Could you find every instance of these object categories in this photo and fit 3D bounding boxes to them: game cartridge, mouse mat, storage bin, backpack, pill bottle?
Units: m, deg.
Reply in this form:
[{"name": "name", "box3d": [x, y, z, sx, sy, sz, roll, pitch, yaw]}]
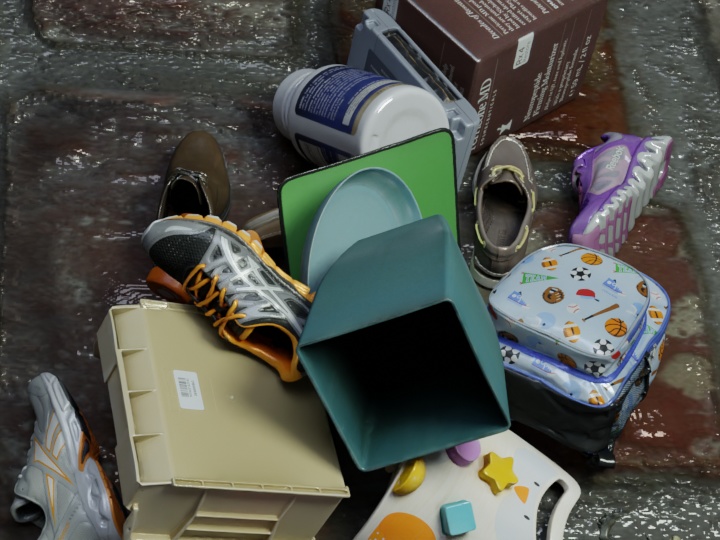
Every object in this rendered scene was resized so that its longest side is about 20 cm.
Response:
[{"name": "game cartridge", "box3d": [0.050, -0.169, 1.747, 0.041, 0.133, 0.200, -21, 55, -26]}, {"name": "mouse mat", "box3d": [0.012, -0.046, 1.631, 0.200, 0.161, 0.008, -18, 33, -22]}, {"name": "storage bin", "box3d": [-0.131, 0.138, 1.456, 0.198, 0.094, 0.200, 8, 47, -28]}, {"name": "backpack", "box3d": [0.203, 0.062, 1.578, 0.200, 0.154, 0.190, 28, 42, 18]}, {"name": "pill bottle", "box3d": [-0.007, -0.154, 1.704, 0.111, 0.111, 0.200, -26, 29, -26]}]

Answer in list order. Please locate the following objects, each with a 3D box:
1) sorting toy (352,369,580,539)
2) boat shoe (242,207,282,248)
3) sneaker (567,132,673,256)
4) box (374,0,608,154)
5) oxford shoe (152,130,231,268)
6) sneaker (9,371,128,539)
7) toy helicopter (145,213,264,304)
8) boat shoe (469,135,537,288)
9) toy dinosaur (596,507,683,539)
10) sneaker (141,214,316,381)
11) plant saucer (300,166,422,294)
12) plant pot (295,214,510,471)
[{"name": "sorting toy", "box3d": [0.112, 0.199, 1.496, 0.180, 0.107, 0.200, 30, 50, -9]}, {"name": "boat shoe", "box3d": [-0.019, -0.037, 1.671, 0.200, 0.074, 0.069, -9, 81, -13]}, {"name": "sneaker", "box3d": [0.259, -0.085, 1.752, 0.088, 0.081, 0.200, 23, 46, 19]}, {"name": "box", "box3d": [0.135, -0.257, 1.811, 0.200, 0.166, 0.164, -30, 61, -28]}, {"name": "oxford shoe", "box3d": [-0.169, -0.079, 1.676, 0.073, 0.084, 0.200, 4, 49, -3]}, {"name": "sneaker", "box3d": [-0.278, 0.176, 1.461, 0.092, 0.076, 0.200, -26, 49, -6]}, {"name": "toy helicopter", "box3d": [-0.097, 0.020, 1.562, 0.200, 0.132, 0.079, 35, 68, -22]}, {"name": "boat shoe", "box3d": [0.153, -0.074, 1.732, 0.072, 0.060, 0.200, 11, 50, 1]}, {"name": "toy dinosaur", "box3d": [0.217, 0.269, 1.458, 0.200, 0.047, 0.088, -28, 88, -26]}, {"name": "sneaker", "box3d": [-0.109, 0.023, 1.454, 0.200, 0.078, 0.077, 33, 44, -5]}, {"name": "plant saucer", "box3d": [0.000, 0.000, 1.579, 0.027, 0.200, 0.200, 5, 43, 36]}, {"name": "plant pot", "box3d": [0.043, 0.047, 1.449, 0.141, 0.141, 0.200, -18, 28, 15]}]
